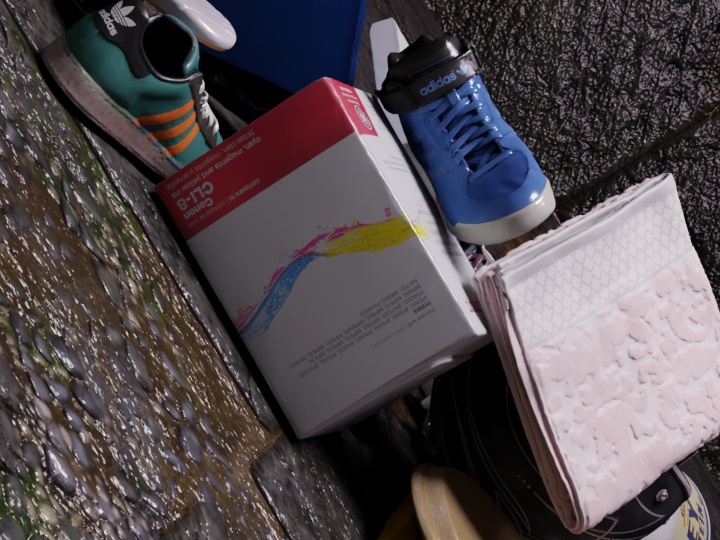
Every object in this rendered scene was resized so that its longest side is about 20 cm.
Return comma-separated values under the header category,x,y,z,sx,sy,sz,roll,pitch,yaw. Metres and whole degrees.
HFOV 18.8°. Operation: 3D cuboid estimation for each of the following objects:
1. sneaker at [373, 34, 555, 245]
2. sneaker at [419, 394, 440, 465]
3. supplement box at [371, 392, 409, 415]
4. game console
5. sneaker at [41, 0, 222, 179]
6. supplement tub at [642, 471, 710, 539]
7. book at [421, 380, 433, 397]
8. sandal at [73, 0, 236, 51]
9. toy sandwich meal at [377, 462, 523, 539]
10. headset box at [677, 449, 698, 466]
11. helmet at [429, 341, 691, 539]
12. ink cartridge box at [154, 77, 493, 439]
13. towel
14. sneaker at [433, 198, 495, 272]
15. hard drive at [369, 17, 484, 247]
category,x,y,z,sx,sy,sz,roll,pitch,yaw
sneaker,0.066,-0.098,1.487,0.111,0.077,0.200,63,0,-27
sneaker,0.106,0.172,1.709,0.130,0.079,0.199,40,21,-55
supplement box,-0.025,0.009,1.617,0.200,0.061,0.109,59,9,1
game console,-0.036,-0.159,1.660,0.200,0.119,0.171,29,-5,46
sneaker,-0.129,-0.119,1.442,0.071,0.080,0.200,59,10,25
supplement tub,0.220,0.219,1.917,0.145,0.145,0.200,63,12,24
book,0.149,0.146,1.830,0.200,0.133,0.048,62,8,23
sandal,-0.171,-0.197,1.499,0.207,0.059,0.079,43,14,31
toy sandwich meal,0.074,0.220,1.484,0.205,0.070,0.205,52,15,-20
headset box,0.198,0.085,1.759,0.200,0.174,0.093,54,1,21
helmet,0.150,0.111,1.598,0.200,0.199,0.191,24,74,-71
ink cartridge box,-0.015,-0.005,1.475,0.200,0.144,0.145,60,10,8
towel,0.178,0.052,1.484,0.200,0.032,0.192,-28,103,-38
sneaker,0.064,-0.006,1.632,0.200,0.074,0.081,19,60,-66
hard drive,0.057,-0.095,1.784,0.200,0.026,0.132,57,21,-51
